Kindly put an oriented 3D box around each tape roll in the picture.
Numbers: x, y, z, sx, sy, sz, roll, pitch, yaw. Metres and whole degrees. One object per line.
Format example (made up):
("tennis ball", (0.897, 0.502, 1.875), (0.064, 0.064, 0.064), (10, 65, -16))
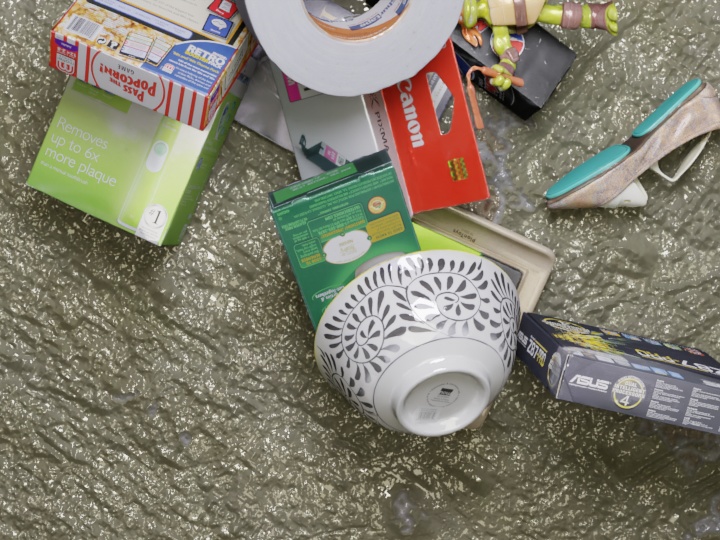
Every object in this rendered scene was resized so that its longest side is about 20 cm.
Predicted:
("tape roll", (-0.010, -0.255, 1.184), (0.198, 0.066, 0.202), (-6, 115, -13))

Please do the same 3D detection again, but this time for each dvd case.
("dvd case", (-0.020, -0.175, 1.359), (0.199, 0.016, 0.150), (29, 93, -4))

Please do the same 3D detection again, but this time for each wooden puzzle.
("wooden puzzle", (0.073, 0.037, 1.359), (0.184, 0.037, 0.202), (24, 98, -4))

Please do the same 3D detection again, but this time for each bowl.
("bowl", (0.063, 0.087, 1.253), (0.199, 0.095, 0.202), (-8, 132, -9))

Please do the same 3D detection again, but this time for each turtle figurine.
("turtle figurine", (0.153, -0.237, 1.269), (0.159, 0.064, 0.202), (-6, 93, 7))

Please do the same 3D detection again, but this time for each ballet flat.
("ballet flat", (0.275, -0.104, 1.347), (0.199, 0.068, 0.067), (-37, 102, 4))

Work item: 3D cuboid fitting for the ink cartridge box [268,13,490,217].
("ink cartridge box", (0.015, -0.141, 1.295), (0.172, 0.043, 0.202), (-10, 99, 31))

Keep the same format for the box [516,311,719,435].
("box", (0.258, 0.098, 1.299), (0.198, 0.161, 0.050), (13, 102, -10))

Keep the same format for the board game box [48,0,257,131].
("board game box", (-0.166, -0.231, 1.242), (0.150, 0.046, 0.201), (23, 51, 4))

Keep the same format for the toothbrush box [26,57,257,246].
("toothbrush box", (-0.207, -0.142, 1.317), (0.145, 0.086, 0.202), (25, 92, 4))

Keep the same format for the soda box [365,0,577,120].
("soda box", (0.105, -0.233, 1.327), (0.199, 0.063, 0.071), (37, 81, -3))

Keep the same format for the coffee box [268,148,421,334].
("coffee box", (0.000, 0.000, 1.281), (0.122, 0.044, 0.201), (-21, 119, 0))
